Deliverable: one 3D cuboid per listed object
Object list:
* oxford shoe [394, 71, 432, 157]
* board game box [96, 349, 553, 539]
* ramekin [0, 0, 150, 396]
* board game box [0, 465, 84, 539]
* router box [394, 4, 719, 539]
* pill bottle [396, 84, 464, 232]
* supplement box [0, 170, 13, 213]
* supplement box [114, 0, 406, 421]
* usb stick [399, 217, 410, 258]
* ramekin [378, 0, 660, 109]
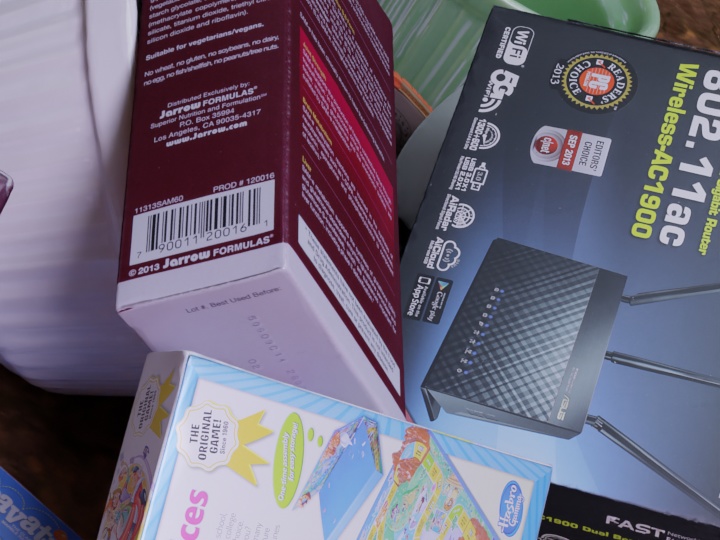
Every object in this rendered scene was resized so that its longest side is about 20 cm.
[{"bbox_3d":[-0.034,-0.073,0.963,0.200,0.071,0.073,19,43,-36],"label":"oxford shoe"},{"bbox_3d":[-0.025,0.139,0.589,0.134,0.034,0.200,20,78,-25],"label":"board game box"},{"bbox_3d":[-0.097,-0.043,0.754,0.094,0.203,0.202,-9,32,11],"label":"ramekin"},{"bbox_3d":[-0.104,0.136,0.655,0.200,0.019,0.103,40,32,8],"label":"board game box"},{"bbox_3d":[0.093,0.007,0.716,0.150,0.062,0.200,14,61,11],"label":"router box"},{"bbox_3d":[0.106,0.011,0.817,0.114,0.114,0.200,-4,47,-47],"label":"pill bottle"},{"bbox_3d":[-0.190,0.056,0.522,0.103,0.131,0.200,27,53,-13],"label":"supplement box"},{"bbox_3d":[-0.031,-0.043,0.673,0.109,0.061,0.200,58,24,-47],"label":"supplement box"},{"bbox_3d":[0.000,0.000,0.862,0.033,0.056,0.200,28,14,0],"label":"usb stick"},{"bbox_3d":[0.071,-0.165,1.162,0.200,0.098,0.200,25,33,-17],"label":"ramekin"}]
